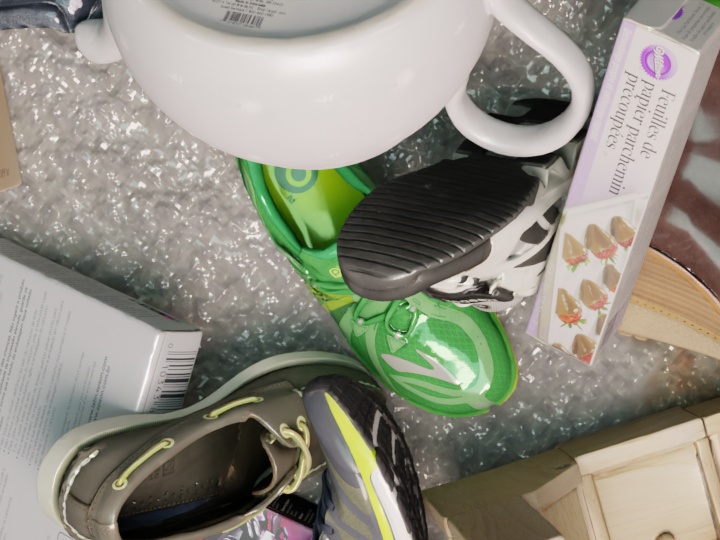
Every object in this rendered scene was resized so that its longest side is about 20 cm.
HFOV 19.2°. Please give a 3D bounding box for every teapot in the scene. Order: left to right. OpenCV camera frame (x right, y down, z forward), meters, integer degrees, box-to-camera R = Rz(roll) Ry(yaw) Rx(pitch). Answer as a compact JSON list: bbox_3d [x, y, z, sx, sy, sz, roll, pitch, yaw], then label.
[{"bbox_3d":[-0.020,-0.118,1.001,0.197,0.146,0.200,-25,55,-11],"label":"teapot"}]

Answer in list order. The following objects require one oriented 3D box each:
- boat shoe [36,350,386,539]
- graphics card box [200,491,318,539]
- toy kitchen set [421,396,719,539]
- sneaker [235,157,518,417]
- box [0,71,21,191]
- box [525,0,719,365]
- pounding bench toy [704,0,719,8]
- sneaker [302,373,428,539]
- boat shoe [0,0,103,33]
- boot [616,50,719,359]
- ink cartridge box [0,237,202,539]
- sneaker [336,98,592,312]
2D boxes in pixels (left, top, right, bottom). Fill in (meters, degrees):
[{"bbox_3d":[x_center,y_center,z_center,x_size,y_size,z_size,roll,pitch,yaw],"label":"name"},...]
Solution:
[{"bbox_3d":[-0.061,0.094,1.064,0.060,0.201,0.073,26,123,46],"label":"boat shoe"},{"bbox_3d":[-0.052,0.183,1.137,0.199,0.051,0.126,24,99,2],"label":"graphics card box"},{"bbox_3d":[0.157,0.168,1.026,0.199,0.180,0.164,-17,96,-6],"label":"toy kitchen set"},{"bbox_3d":[0.000,0.000,1.087,0.074,0.084,0.200,-41,92,10],"label":"sneaker"},{"bbox_3d":[-0.240,-0.132,1.096,0.077,0.095,0.201,-9,98,8],"label":"box"},{"bbox_3d":[0.123,-0.041,0.998,0.039,0.041,0.201,27,135,15],"label":"box"},{"bbox_3d":[0.187,-0.158,0.990,0.200,0.124,0.156,-37,82,-2],"label":"pounding bench toy"},{"bbox_3d":[-0.005,0.147,1.049,0.080,0.074,0.201,-11,109,6],"label":"sneaker"},{"bbox_3d":[-0.108,-0.175,1.089,0.199,0.071,0.092,-6,101,13],"label":"boat shoe"},{"bbox_3d":[0.212,-0.034,1.061,0.199,0.072,0.167,13,101,9],"label":"boot"},{"bbox_3d":[-0.190,0.090,1.131,0.199,0.043,0.198,23,102,34],"label":"ink cartridge box"},{"bbox_3d":[0.057,-0.010,1.028,0.074,0.200,0.089,16,119,30],"label":"sneaker"}]
